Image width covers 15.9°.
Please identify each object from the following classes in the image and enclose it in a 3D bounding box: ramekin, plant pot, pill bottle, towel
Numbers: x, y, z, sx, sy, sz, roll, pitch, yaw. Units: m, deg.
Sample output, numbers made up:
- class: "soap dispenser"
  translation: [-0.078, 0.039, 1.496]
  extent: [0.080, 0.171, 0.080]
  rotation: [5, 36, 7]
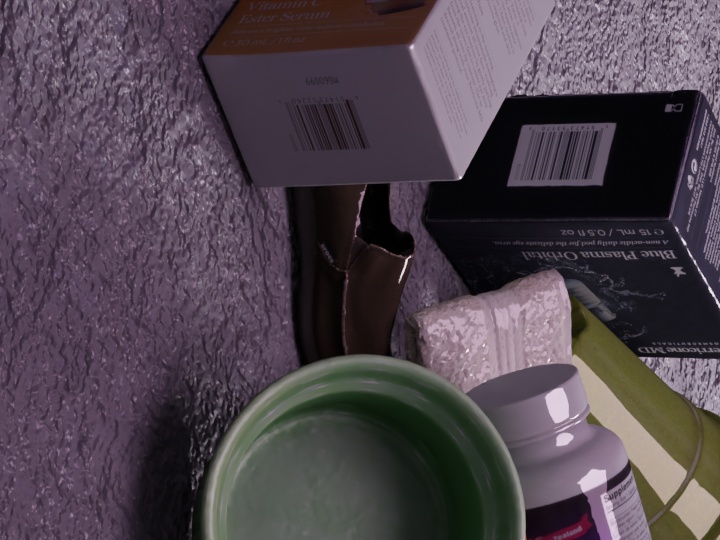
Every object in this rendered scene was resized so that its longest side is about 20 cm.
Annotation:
- class: "ramekin"
  translation: [-0.008, 0.156, 1.567]
  extent: [0.098, 0.199, 0.201]
  rotation: [147, -50, -72]
- class: "plant pot"
  translation: [0.156, 0.119, 1.918]
  extent: [0.190, 0.200, 0.200]
  rotation: [51, 44, -31]
- class: "pill bottle"
  translation: [0.131, 0.168, 1.682]
  extent: [0.111, 0.111, 0.201]
  rotation: [-34, 109, -58]
- class: "towel"
  translation: [0.090, 0.108, 1.772]
  extent: [0.132, 0.034, 0.201]
  rotation: [-16, 112, -34]

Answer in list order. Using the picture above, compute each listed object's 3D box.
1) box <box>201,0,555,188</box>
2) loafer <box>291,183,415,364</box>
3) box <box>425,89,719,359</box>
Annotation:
- class: "box"
  translation: [0.015, -0.156, 1.659]
  extent: [0.200, 0.152, 0.107]
  rotation: [-62, 140, -44]
- class: "loafer"
  translation: [0.000, 0.000, 1.711]
  extent: [0.073, 0.071, 0.201]
  rotation: [-31, 116, -59]
- class: "box"
  translation: [0.183, -0.031, 1.926]
  extent: [0.200, 0.196, 0.118]
  rotation: [53, 45, -49]
